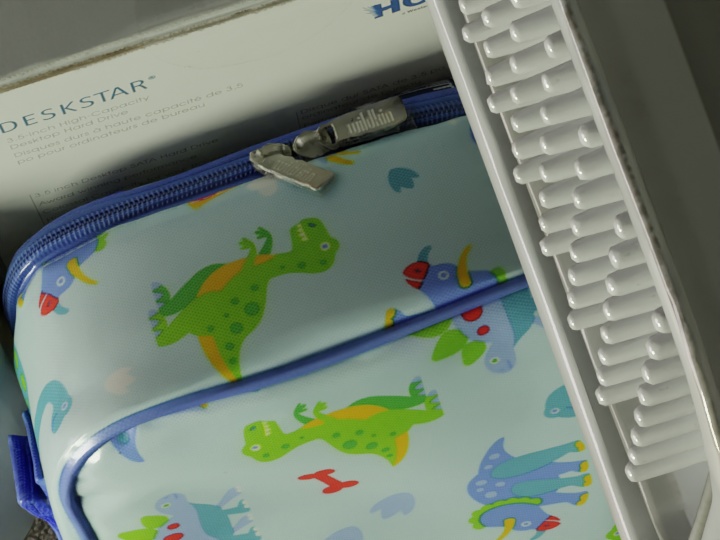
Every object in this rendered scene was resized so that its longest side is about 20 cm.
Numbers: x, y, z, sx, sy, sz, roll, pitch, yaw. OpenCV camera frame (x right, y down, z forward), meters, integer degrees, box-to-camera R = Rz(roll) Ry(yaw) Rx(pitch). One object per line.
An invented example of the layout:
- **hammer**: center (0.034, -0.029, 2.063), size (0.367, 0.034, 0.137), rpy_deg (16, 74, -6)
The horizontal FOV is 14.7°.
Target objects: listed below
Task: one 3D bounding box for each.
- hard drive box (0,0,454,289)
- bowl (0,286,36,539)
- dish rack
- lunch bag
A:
- **hard drive box**: center (-0.032, -0.054, 0.730), size (0.200, 0.155, 0.077), rpy_deg (79, 173, -68)
- **bowl**: center (-0.139, -0.008, 0.752), size (0.200, 0.074, 0.201), rpy_deg (79, 172, -75)
- **dish rack**: center (0.040, -0.042, 0.459), size (0.172, 0.043, 0.201), rpy_deg (81, 171, -73)
- **lunch bag**: center (-0.004, 0.045, 0.727), size (0.200, 0.160, 0.083), rpy_deg (73, 177, -55)
